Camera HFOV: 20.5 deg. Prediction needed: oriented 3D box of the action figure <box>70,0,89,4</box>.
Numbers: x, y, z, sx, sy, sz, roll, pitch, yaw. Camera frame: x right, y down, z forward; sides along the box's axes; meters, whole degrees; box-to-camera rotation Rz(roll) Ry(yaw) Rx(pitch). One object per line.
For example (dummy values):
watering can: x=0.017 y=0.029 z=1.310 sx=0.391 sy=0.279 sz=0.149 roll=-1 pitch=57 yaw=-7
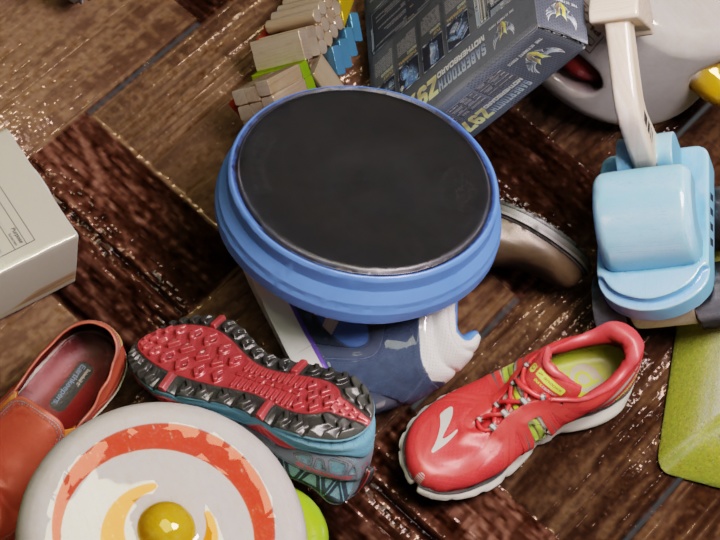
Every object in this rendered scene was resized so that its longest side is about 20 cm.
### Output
action figure: x=-0.263 y=-0.240 z=1.498 sx=0.200 sy=0.069 sz=0.130 roll=-31 pitch=66 yaw=-27

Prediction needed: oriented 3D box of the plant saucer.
plant saucer: x=0.329 y=0.074 z=1.450 sx=0.199 sy=0.048 sz=0.201 roll=15 pitch=60 yaw=-2

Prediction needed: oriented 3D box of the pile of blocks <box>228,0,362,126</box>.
pile of blocks: x=-0.049 y=-0.160 z=1.508 sx=0.062 sy=0.082 sz=0.200 roll=-9 pitch=41 yaw=33

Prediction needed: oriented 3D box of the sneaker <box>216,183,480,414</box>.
sneaker: x=0.000 y=0.000 z=1.394 sx=0.146 sy=0.081 sz=0.201 roll=-25 pitch=77 yaw=-5

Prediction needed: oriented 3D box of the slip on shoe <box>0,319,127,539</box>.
slip on shoe: x=-0.222 y=0.110 z=1.319 sx=0.074 sy=0.061 sz=0.200 roll=32 pitch=62 yaw=6

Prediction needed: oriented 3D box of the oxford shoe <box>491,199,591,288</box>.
oxford shoe: x=0.068 y=-0.016 z=1.447 sx=0.199 sy=0.073 sz=0.085 roll=17 pitch=78 yaw=0

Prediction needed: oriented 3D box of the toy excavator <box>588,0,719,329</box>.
toy excavator: x=0.202 y=-0.074 z=1.402 sx=0.099 sy=0.200 sz=0.195 roll=-5 pitch=59 yaw=18

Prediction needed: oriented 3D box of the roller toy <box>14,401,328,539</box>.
roller toy: x=-0.128 y=0.185 z=1.250 sx=0.182 sy=0.140 sz=0.200 roll=27 pitch=61 yaw=5

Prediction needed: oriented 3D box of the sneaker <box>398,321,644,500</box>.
sneaker: x=0.112 y=0.087 z=1.380 sx=0.199 sy=0.085 sz=0.077 roll=-28 pitch=69 yaw=-23

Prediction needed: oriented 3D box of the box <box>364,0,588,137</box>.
box: x=0.079 y=-0.185 z=1.456 sx=0.051 sy=0.200 sz=0.158 roll=16 pitch=55 yaw=-30

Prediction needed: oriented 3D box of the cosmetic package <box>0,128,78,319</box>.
cosmetic package: x=-0.303 y=-0.003 z=1.358 sx=0.199 sy=0.071 sz=0.105 roll=-27 pitch=69 yaw=-22

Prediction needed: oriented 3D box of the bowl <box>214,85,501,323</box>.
bowl: x=0.000 y=-0.051 z=1.361 sx=0.200 sy=0.039 sz=0.201 roll=5 pitch=47 yaw=-6

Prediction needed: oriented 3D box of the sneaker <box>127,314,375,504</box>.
sneaker: x=-0.078 y=0.102 z=1.340 sx=0.199 sy=0.096 sz=0.079 roll=23 pitch=45 yaw=33

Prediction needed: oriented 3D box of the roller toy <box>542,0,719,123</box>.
roller toy: x=0.212 y=-0.215 z=1.506 sx=0.182 sy=0.140 sz=0.201 roll=9 pitch=61 yaw=-20
